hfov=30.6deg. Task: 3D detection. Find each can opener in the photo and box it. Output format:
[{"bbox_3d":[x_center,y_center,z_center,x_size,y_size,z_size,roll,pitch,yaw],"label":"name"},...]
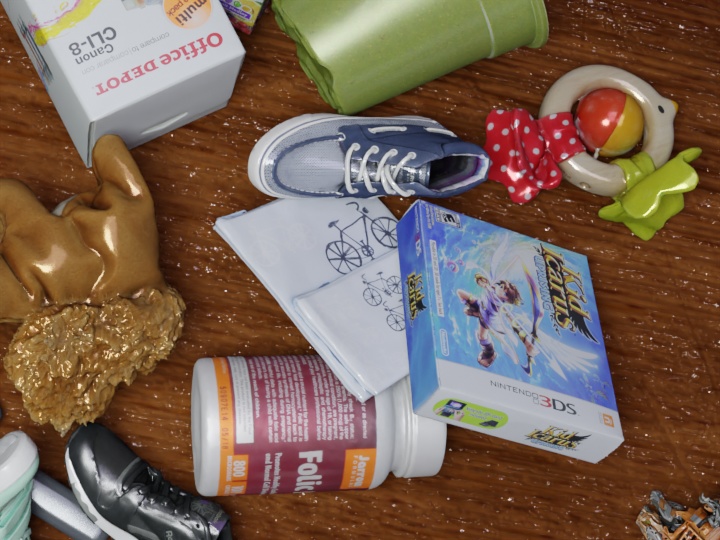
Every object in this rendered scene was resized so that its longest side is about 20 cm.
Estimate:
[{"bbox_3d":[-0.283,0.154,1.066,0.200,0.053,0.067,37,75,-3],"label":"can opener"}]

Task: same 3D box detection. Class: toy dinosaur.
[{"bbox_3d":[0.349,0.238,1.152,0.200,0.102,0.136,29,71,5],"label":"toy dinosaur"}]

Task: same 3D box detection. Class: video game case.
[{"bbox_3d":[0.123,0.049,1.108,0.181,0.045,0.200,18,46,-25],"label":"video game case"}]

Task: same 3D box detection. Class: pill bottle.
[{"bbox_3d":[-0.037,0.127,1.091,0.200,0.114,0.114,-1,80,-11],"label":"pill bottle"}]

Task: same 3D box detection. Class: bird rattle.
[{"bbox_3d":[0.215,-0.116,1.220,0.200,0.113,0.163,21,64,6],"label":"bird rattle"}]

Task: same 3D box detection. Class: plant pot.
[{"bbox_3d":[0.030,-0.234,1.152,0.190,0.200,0.200,-32,87,-3],"label":"plant pot"}]

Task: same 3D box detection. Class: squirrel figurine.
[{"bbox_3d":[-0.246,0.022,1.017,0.187,0.142,0.200,-22,78,-37],"label":"squirrel figurine"}]

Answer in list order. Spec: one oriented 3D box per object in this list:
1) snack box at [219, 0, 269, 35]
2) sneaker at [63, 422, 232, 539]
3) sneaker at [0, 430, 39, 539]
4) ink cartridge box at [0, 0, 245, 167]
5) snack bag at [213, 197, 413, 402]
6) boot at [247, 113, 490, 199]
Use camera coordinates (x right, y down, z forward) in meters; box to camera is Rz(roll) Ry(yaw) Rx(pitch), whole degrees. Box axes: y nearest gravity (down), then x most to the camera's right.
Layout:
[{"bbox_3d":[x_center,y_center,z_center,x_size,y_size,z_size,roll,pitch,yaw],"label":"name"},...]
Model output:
[{"bbox_3d":[-0.063,-0.321,1.130,0.053,0.142,0.200,25,58,-5],"label":"snack box"},{"bbox_3d":[-0.150,0.194,1.052,0.087,0.076,0.200,-29,101,26],"label":"sneaker"},{"bbox_3d":[-0.257,0.200,1.000,0.118,0.200,0.074,40,47,-5],"label":"sneaker"},{"bbox_3d":[-0.208,-0.215,1.105,0.145,0.145,0.200,-28,87,-16],"label":"ink cartridge box"},{"bbox_3d":[0.000,0.000,1.111,0.200,0.021,0.188,49,43,14],"label":"snack bag"},{"bbox_3d":[0.011,-0.092,1.108,0.200,0.090,0.073,-14,116,-32],"label":"boot"}]
